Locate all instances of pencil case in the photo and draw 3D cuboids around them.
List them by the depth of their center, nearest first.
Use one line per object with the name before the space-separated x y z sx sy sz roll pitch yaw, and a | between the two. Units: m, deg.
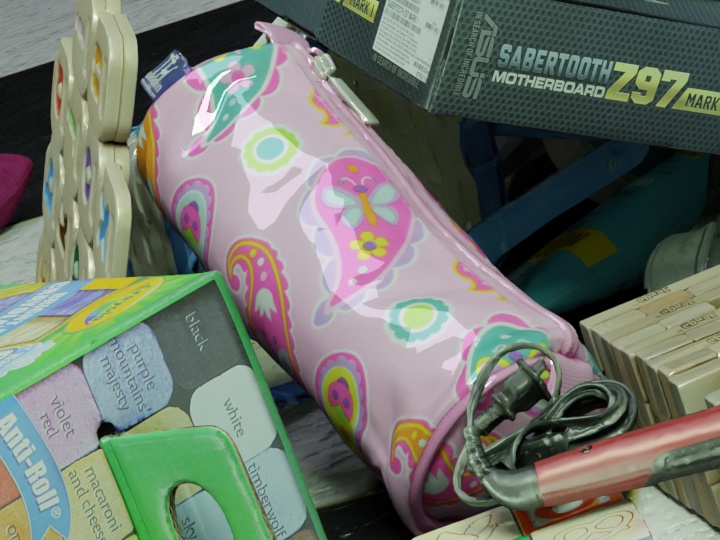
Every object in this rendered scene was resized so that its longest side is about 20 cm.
pencil case | 0.000 0.000 0.870 0.087 0.088 0.200 -24 50 -18

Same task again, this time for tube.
tube | 0.120 -0.018 1.041 0.200 0.050 0.077 -29 -5 -20

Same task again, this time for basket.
basket | -0.006 -0.024 1.032 0.176 0.139 0.200 -33 29 -32

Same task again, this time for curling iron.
curling iron | 0.119 0.026 0.664 0.200 0.026 0.050 -13 52 7

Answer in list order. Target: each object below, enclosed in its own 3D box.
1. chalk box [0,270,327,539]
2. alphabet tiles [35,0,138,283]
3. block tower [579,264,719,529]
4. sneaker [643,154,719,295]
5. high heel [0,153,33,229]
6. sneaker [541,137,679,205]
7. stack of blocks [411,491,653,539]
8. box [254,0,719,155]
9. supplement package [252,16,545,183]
chalk box | -0.097 0.080 0.799 0.124 0.125 0.200 -30 16 -35
alphabet tiles | -0.104 -0.005 0.976 0.015 0.200 0.196 2 21 -14
block tower | 0.127 0.048 0.755 0.058 0.054 0.200 -22 15 -8
sneaker | 0.168 -0.011 0.923 0.104 0.060 0.200 -10 21 29
high heel | -0.303 -0.043 1.651 0.200 0.068 0.096 9 39 34
sneaker | 0.153 -0.087 1.126 0.080 0.071 0.200 -43 -4 32
stack of blocks | -0.012 0.125 0.645 0.200 0.059 0.115 -20 14 -1
box | 0.049 -0.101 0.955 0.157 0.051 0.200 7 18 -31
supplement package | 0.057 -0.119 1.211 0.120 0.121 0.200 -48 -4 22
